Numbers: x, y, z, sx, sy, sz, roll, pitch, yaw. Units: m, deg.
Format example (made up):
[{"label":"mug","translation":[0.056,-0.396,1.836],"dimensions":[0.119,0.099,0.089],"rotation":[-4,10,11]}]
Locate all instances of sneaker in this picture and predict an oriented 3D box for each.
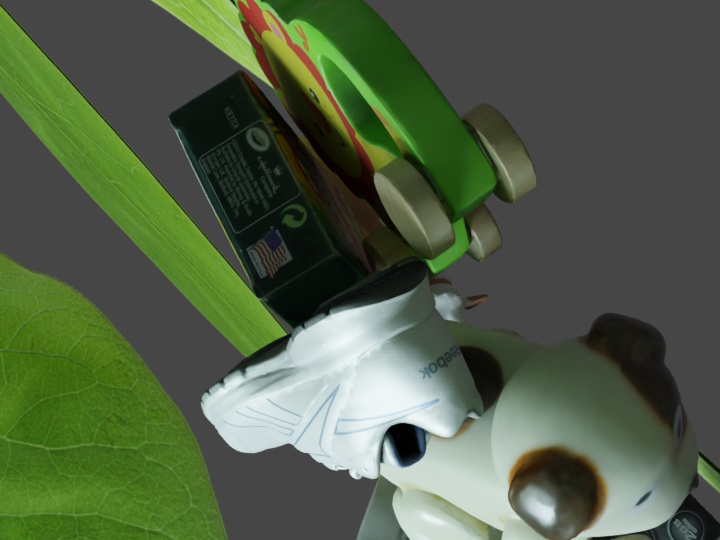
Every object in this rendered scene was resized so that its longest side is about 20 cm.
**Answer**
[{"label":"sneaker","translation":[-0.014,0.066,0.715],"dimensions":[0.087,0.074,0.200],"rotation":[58,148,1]}]

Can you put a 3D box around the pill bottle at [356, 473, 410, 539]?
[{"label":"pill bottle","translation":[0.098,0.196,0.962],"dimensions":[0.198,0.120,0.120],"rotation":[20,166,7]}]

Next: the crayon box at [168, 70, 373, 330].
[{"label":"crayon box","translation":[-0.027,-0.014,0.839],"dimensions":[0.128,0.051,0.200],"rotation":[61,-175,25]}]

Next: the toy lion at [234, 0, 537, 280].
[{"label":"toy lion","translation":[-0.002,-0.083,0.748],"dimensions":[0.192,0.068,0.200],"rotation":[54,171,8]}]

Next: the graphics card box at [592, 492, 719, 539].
[{"label":"graphics card box","translation":[0.104,0.182,0.877],"dimensions":[0.126,0.200,0.051],"rotation":[46,168,14]}]

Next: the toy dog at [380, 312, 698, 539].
[{"label":"toy dog","translation":[0.092,0.078,0.757],"dimensions":[0.194,0.140,0.200],"rotation":[46,159,-17]}]

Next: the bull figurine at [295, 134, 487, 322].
[{"label":"bull figurine","translation":[0.000,0.000,0.972],"dimensions":[0.200,0.065,0.122],"rotation":[52,140,24]}]
